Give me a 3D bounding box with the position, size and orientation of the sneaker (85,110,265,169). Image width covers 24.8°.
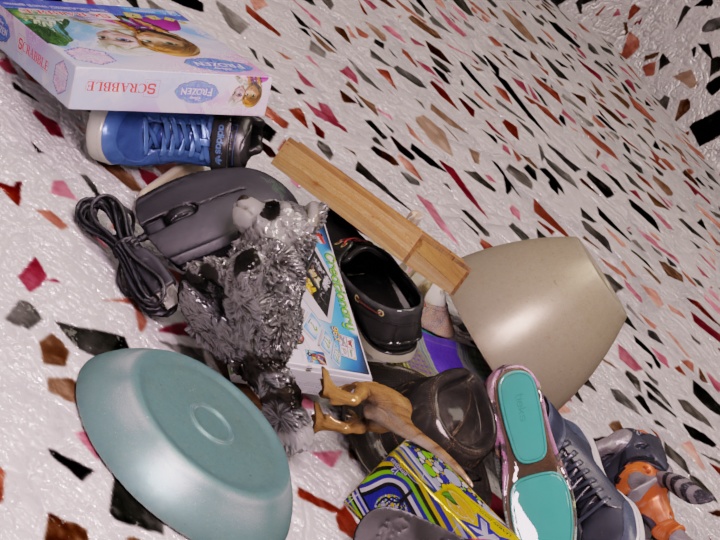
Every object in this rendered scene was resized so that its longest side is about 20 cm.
[{"bbox_3d":[-0.162,-0.129,1.525,0.111,0.077,0.200,13,10,23],"label":"sneaker"}]

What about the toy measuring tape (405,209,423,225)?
[{"bbox_3d":[0.031,0.018,1.608,0.074,0.074,0.200,42,48,-3],"label":"toy measuring tape"}]

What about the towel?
[{"bbox_3d":[0.094,0.113,1.663,0.200,0.023,0.144,21,28,-46],"label":"towel"}]

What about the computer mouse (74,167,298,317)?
[{"bbox_3d":[-0.127,-0.043,1.393,0.200,0.053,0.139,-17,56,-37],"label":"computer mouse"}]

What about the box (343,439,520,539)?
[{"bbox_3d":[0.085,0.231,1.343,0.200,0.064,0.070,45,20,7],"label":"box"}]

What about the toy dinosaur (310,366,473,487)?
[{"bbox_3d":[0.019,0.113,1.316,0.106,0.060,0.200,5,10,-12],"label":"toy dinosaur"}]

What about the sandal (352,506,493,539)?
[{"bbox_3d":[0.090,0.238,1.268,0.200,0.075,0.045,20,-10,-6],"label":"sandal"}]

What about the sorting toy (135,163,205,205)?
[{"bbox_3d":[-0.108,-0.027,1.544,0.200,0.036,0.185,42,19,-2],"label":"sorting toy"}]

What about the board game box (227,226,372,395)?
[{"bbox_3d":[-0.071,0.020,1.439,0.126,0.035,0.200,12,42,-31],"label":"board game box"}]

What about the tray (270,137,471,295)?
[{"bbox_3d":[0.010,-0.054,1.568,0.200,0.037,0.099,37,2,38],"label":"tray"}]

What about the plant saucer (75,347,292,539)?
[{"bbox_3d":[-0.119,0.123,1.216,0.200,0.036,0.200,38,20,-17],"label":"plant saucer"}]

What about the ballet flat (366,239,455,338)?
[{"bbox_3d":[0.043,0.013,1.701,0.200,0.067,0.068,27,18,-39],"label":"ballet flat"}]

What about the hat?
[{"bbox_3d":[0.072,0.133,1.469,0.201,0.081,0.201,34,27,-20],"label":"hat"}]

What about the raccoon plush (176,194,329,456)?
[{"bbox_3d":[-0.065,0.036,1.336,0.134,0.097,0.200,-32,111,-47],"label":"raccoon plush"}]

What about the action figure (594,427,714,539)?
[{"bbox_3d":[0.314,0.234,1.709,0.200,0.105,0.193,40,12,-19],"label":"action figure"}]

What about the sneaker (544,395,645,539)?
[{"bbox_3d":[0.188,0.195,1.574,0.146,0.077,0.202,40,14,-34],"label":"sneaker"}]

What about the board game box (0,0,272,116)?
[{"bbox_3d":[-0.216,-0.198,1.508,0.200,0.041,0.199,-2,27,-36],"label":"board game box"}]

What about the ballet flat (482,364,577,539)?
[{"bbox_3d":[0.153,0.187,1.516,0.071,0.069,0.200,131,-52,-73],"label":"ballet flat"}]

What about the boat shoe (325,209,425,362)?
[{"bbox_3d":[0.003,0.000,1.521,0.074,0.063,0.201,-6,39,-25],"label":"boat shoe"}]

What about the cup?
[{"bbox_3d":[0.198,0.043,1.751,0.200,0.143,0.200,54,10,-14],"label":"cup"}]
